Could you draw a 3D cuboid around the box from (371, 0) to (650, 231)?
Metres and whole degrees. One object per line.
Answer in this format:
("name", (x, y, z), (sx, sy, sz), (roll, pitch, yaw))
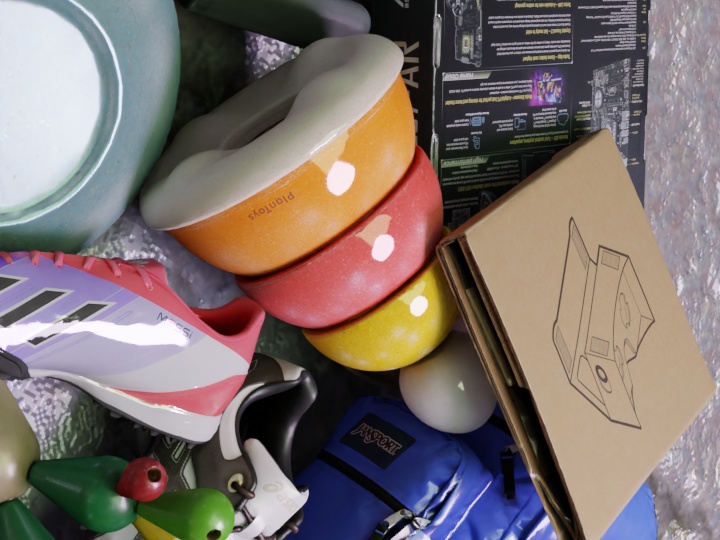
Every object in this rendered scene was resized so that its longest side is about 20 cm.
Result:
("box", (0.085, -0.098, 1.111), (0.200, 0.044, 0.160), (-11, 104, -49))

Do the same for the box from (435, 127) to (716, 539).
("box", (0.115, 0.029, 1.046), (0.200, 0.021, 0.164), (-35, 104, -58))

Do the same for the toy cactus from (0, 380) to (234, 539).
("toy cactus", (-0.160, 0.118, 0.916), (0.102, 0.200, 0.165), (5, 59, -63))

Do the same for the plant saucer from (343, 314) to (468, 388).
("plant saucer", (0.027, -0.037, 1.128), (0.200, 0.034, 0.200), (-11, 107, -42))

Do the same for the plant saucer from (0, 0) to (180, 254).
("plant saucer", (-0.160, -0.076, 0.890), (0.201, 0.039, 0.201), (-14, 117, -28))

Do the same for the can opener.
("can opener", (-0.082, -0.135, 0.993), (0.200, 0.053, 0.066), (7, 126, -44))

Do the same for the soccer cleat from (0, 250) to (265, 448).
("soccer cleat", (-0.127, 0.016, 0.912), (0.200, 0.068, 0.073), (27, 97, -41))

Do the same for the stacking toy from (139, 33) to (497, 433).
("stacking toy", (0.000, 0.000, 0.999), (0.146, 0.146, 0.200), (-43, 110, -30))

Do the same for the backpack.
("backpack", (0.050, 0.143, 1.080), (0.200, 0.162, 0.168), (-47, 130, -13))

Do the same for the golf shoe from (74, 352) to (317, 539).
("golf shoe", (-0.078, 0.124, 0.984), (0.078, 0.094, 0.200), (43, 52, -49))
